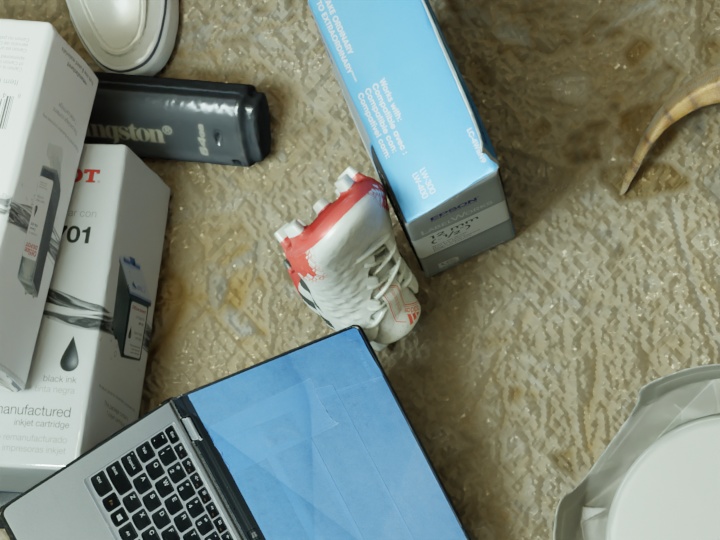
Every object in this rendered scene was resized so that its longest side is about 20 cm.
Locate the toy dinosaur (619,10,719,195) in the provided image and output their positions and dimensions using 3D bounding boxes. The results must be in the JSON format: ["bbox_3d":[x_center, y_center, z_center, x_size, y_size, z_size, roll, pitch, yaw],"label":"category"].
[{"bbox_3d":[0.228,-0.116,1.414,0.200,0.060,0.106,-11,81,17],"label":"toy dinosaur"}]

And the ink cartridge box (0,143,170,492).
[{"bbox_3d":[-0.205,0.028,1.507,0.146,0.086,0.200,1,74,17],"label":"ink cartridge box"}]

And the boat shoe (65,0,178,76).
[{"bbox_3d":[-0.162,-0.216,1.551,0.072,0.066,0.200,-10,81,16],"label":"boat shoe"}]

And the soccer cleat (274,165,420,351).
[{"bbox_3d":[0.000,0.000,1.408,0.069,0.200,0.085,-42,85,-10],"label":"soccer cleat"}]

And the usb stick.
[{"bbox_3d":[-0.152,-0.096,1.544,0.200,0.033,0.056,6,120,18],"label":"usb stick"}]

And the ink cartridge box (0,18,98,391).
[{"bbox_3d":[-0.248,-0.041,1.449,0.145,0.085,0.200,7,72,19],"label":"ink cartridge box"}]

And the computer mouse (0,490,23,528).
[{"bbox_3d":[-0.249,0.073,1.567,0.059,0.034,0.200,-28,69,5],"label":"computer mouse"}]

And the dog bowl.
[{"bbox_3d":[0.209,0.152,1.388,0.200,0.059,0.200,-2,82,18],"label":"dog bowl"}]

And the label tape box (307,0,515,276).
[{"bbox_3d":[0.027,-0.091,1.400,0.066,0.200,0.143,-24,76,3],"label":"label tape box"}]

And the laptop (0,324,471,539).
[{"bbox_3d":[-0.061,0.162,1.410,0.200,0.116,0.187,-32,101,-29],"label":"laptop"}]
